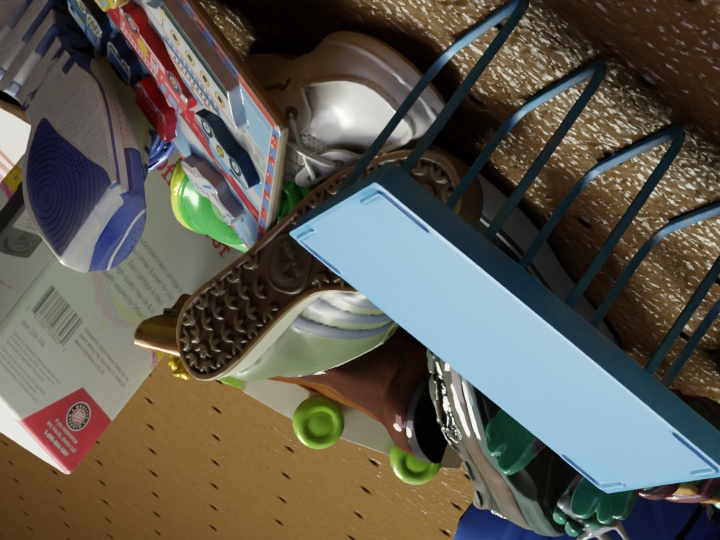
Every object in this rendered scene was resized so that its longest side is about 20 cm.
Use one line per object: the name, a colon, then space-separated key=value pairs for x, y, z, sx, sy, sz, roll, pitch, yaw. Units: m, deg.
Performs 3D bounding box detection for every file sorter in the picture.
file sorter: x=0.095 y=-0.010 z=1.135 sx=0.200 sy=0.123 sz=0.139 roll=39 pitch=162 yaw=-9

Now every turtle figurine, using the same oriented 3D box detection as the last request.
turtle figurine: x=0.162 y=0.112 z=1.304 sx=0.149 sy=0.101 sz=0.199 roll=4 pitch=168 yaw=42

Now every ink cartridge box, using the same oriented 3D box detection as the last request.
ink cartridge box: x=-0.179 y=0.005 z=1.580 sx=0.085 sy=0.200 sz=0.148 roll=25 pitch=160 yaw=35

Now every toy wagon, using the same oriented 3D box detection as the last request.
toy wagon: x=-0.027 y=0.080 z=1.622 sx=0.199 sy=0.040 sz=0.155 roll=21 pitch=-172 yaw=-14

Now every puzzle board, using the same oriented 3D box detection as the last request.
puzzle board: x=-0.102 y=-0.111 z=1.293 sx=0.200 sy=0.017 sz=0.151 roll=53 pitch=161 yaw=18

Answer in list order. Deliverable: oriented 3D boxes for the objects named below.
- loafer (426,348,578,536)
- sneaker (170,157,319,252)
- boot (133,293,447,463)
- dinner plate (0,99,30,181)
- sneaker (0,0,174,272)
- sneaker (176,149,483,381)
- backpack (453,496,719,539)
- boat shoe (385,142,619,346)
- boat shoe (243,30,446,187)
loafer: x=0.062 y=0.078 z=1.331 sx=0.062 sy=0.072 sz=0.200 roll=3 pitch=143 yaw=27
sneaker: x=-0.037 y=-0.028 z=1.443 sx=0.083 sy=0.074 sz=0.200 roll=17 pitch=166 yaw=38
boot: x=-0.036 y=0.050 z=1.487 sx=0.199 sy=0.069 sz=0.188 roll=14 pitch=-166 yaw=5
dinner plate: x=-0.211 y=-0.067 z=1.759 sx=0.200 sy=0.024 sz=0.200 roll=34 pitch=163 yaw=12
sneaker: x=-0.135 y=-0.082 z=1.413 sx=0.115 sy=0.081 sz=0.200 roll=20 pitch=-147 yaw=-37
sneaker: x=0.000 y=0.000 z=1.301 sx=0.090 sy=0.200 sz=0.067 roll=8 pitch=-124 yaw=-51
backpack: x=0.161 y=0.186 z=1.473 sx=0.167 sy=0.163 sz=0.201 roll=13 pitch=140 yaw=44
boat shoe: x=0.072 y=0.008 z=1.341 sx=0.068 sy=0.057 sz=0.200 roll=13 pitch=152 yaw=53
boat shoe: x=-0.025 y=-0.074 z=1.290 sx=0.071 sy=0.069 sz=0.200 roll=49 pitch=159 yaw=-17
